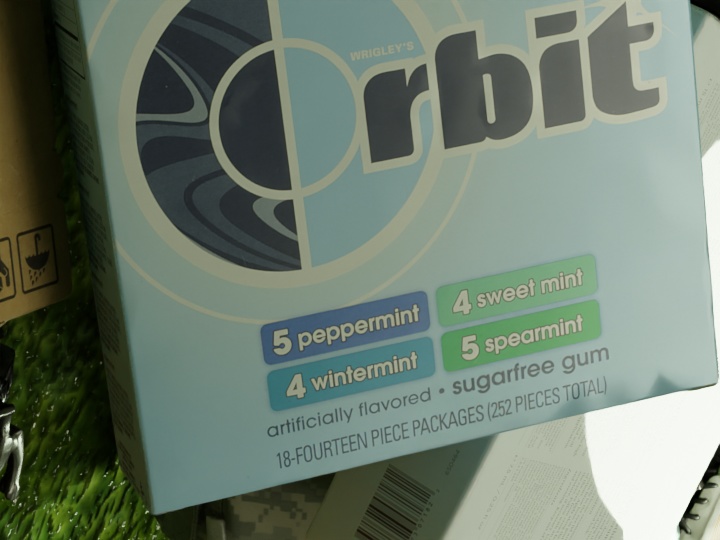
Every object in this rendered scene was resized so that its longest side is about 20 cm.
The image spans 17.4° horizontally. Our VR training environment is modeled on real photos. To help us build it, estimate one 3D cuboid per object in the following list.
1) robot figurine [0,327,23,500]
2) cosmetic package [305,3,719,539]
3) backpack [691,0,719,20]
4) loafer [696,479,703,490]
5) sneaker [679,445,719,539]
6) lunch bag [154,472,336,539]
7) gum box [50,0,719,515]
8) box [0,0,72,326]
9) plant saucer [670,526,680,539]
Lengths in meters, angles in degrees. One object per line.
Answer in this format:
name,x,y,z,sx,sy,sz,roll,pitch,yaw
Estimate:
robot figurine,-0.154,0.088,0.643,0.145,0.058,0.201,-38,143,-51
cosmetic package,0.080,0.017,0.764,0.151,0.052,0.201,20,98,-55
backpack,0.120,-0.047,0.959,0.200,0.190,0.155,3,108,-67
loafer,0.067,0.140,1.043,0.199,0.063,0.072,-27,177,2
sneaker,0.216,0.145,1.495,0.080,0.073,0.201,-11,120,-61
lunch bag,0.000,0.000,0.820,0.167,0.139,0.201,-26,135,-34
gum box,0.006,-0.051,0.632,0.169,0.045,0.201,-12,108,-16
box,-0.139,-0.052,0.536,0.200,0.021,0.165,-22,110,-58
plant saucer,0.044,0.144,0.980,0.039,0.200,0.202,-112,-150,-61
